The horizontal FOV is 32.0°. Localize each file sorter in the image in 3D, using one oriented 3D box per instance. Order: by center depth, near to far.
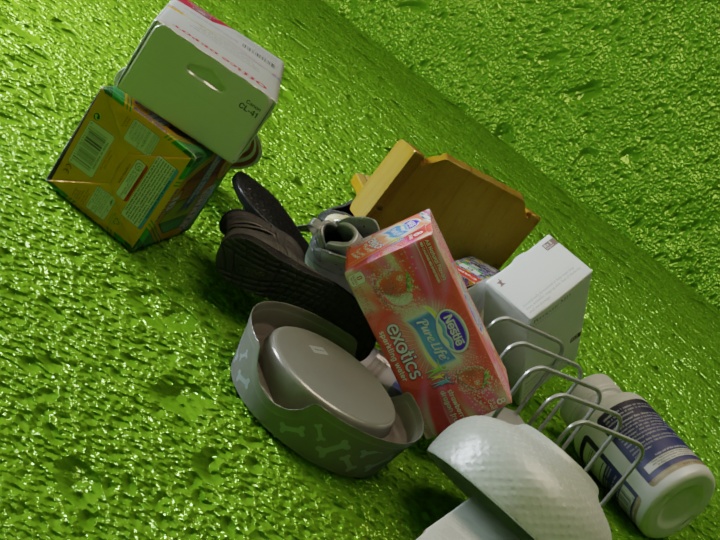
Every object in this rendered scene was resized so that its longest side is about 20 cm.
[{"bbox_3d":[0.203,0.168,1.410,0.138,0.125,0.200,23,21,-36],"label":"file sorter"}]

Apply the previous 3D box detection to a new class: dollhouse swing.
[{"bbox_3d":[0.103,-0.105,1.663,0.199,0.182,0.177,25,33,-21],"label":"dollhouse swing"}]

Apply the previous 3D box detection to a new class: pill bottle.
[{"bbox_3d":[0.335,0.222,1.551,0.111,0.111,0.200,20,23,-43],"label":"pill bottle"}]

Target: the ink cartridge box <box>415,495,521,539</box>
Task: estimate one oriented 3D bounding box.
[{"bbox_3d":[0.092,0.264,1.056,0.109,0.051,0.200,41,18,16],"label":"ink cartridge box"}]

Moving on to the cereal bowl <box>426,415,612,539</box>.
[{"bbox_3d":[0.158,0.204,1.164,0.200,0.083,0.200,41,-9,8],"label":"cereal bowl"}]

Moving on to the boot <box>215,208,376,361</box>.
[{"bbox_3d":[-0.064,0.007,1.331,0.200,0.070,0.132,40,13,-12],"label":"boot"}]

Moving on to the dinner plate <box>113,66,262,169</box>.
[{"bbox_3d":[-0.206,-0.190,1.522,0.199,0.024,0.201,23,-22,10],"label":"dinner plate"}]

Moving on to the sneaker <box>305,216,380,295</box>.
[{"bbox_3d":[0.017,0.014,1.386,0.199,0.075,0.115,29,-30,17],"label":"sneaker"}]

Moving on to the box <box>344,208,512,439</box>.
[{"bbox_3d":[0.070,0.054,1.283,0.095,0.102,0.201,-88,154,-72],"label":"box"}]

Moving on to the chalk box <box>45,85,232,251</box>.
[{"bbox_3d":[-0.216,-0.117,1.338,0.123,0.125,0.200,37,18,6],"label":"chalk box"}]

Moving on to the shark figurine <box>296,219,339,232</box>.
[{"bbox_3d":[-0.005,-0.022,1.518,0.089,0.129,0.215,1,36,-47],"label":"shark figurine"}]

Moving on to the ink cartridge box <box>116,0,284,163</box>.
[{"bbox_3d":[-0.163,-0.207,1.322,0.147,0.086,0.200,33,17,-11],"label":"ink cartridge box"}]

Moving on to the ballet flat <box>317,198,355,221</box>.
[{"bbox_3d":[-0.019,-0.072,1.684,0.066,0.057,0.200,33,6,-3],"label":"ballet flat"}]

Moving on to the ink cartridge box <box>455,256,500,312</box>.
[{"bbox_3d":[0.106,0.047,1.532,0.050,0.110,0.200,30,15,15],"label":"ink cartridge box"}]

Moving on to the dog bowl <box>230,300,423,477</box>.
[{"bbox_3d":[-0.036,0.115,1.187,0.199,0.059,0.200,34,16,-11],"label":"dog bowl"}]

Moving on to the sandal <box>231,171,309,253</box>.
[{"bbox_3d":[-0.099,-0.032,1.496,0.201,0.048,0.075,53,18,9],"label":"sandal"}]

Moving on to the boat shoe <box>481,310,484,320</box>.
[{"bbox_3d":[0.106,0.020,1.709,0.202,0.074,0.065,50,15,20],"label":"boat shoe"}]

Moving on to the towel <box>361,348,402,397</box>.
[{"bbox_3d":[-0.017,0.093,1.348,0.199,0.024,0.147,38,17,4],"label":"towel"}]

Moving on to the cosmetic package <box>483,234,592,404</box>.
[{"bbox_3d":[0.216,0.063,1.565,0.081,0.113,0.201,44,-22,27],"label":"cosmetic package"}]
